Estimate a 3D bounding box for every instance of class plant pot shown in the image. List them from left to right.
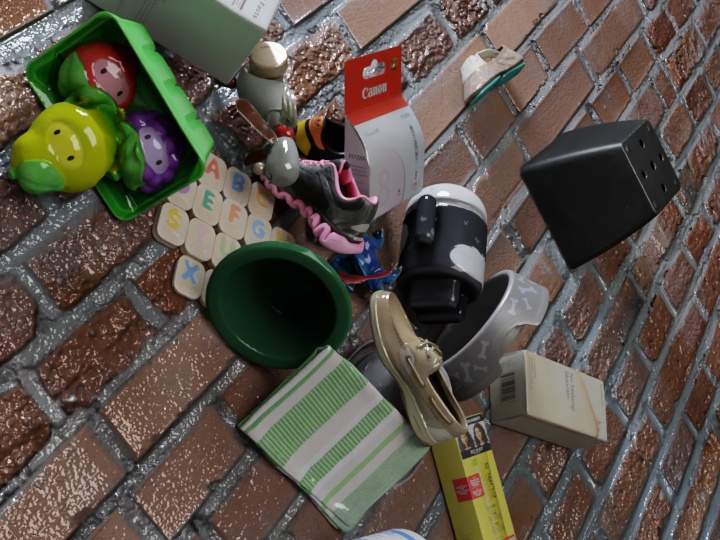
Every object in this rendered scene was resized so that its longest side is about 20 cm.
[{"bbox_3d":[0.426,-0.151,1.859,0.199,0.177,0.201,-37,101,-48],"label":"plant pot"}]

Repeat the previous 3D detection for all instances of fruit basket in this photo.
[{"bbox_3d":[-0.276,-0.153,1.159,0.216,0.155,0.216,45,30,-36],"label":"fruit basket"}]

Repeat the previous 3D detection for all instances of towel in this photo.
[{"bbox_3d":[-0.029,0.200,1.288,0.153,0.023,0.200,-44,112,-5],"label":"towel"}]

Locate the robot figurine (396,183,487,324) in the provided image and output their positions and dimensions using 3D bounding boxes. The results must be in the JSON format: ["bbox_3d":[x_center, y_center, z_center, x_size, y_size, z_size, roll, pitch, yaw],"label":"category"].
[{"bbox_3d":[0.113,-0.025,1.521,0.124,0.150,0.201,15,61,-14],"label":"robot figurine"}]

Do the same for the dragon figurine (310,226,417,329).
[{"bbox_3d":[0.000,0.000,1.436,0.099,0.059,0.201,-18,87,-48],"label":"dragon figurine"}]

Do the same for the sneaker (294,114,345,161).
[{"bbox_3d":[-0.010,-0.148,1.463,0.200,0.090,0.070,25,57,-38],"label":"sneaker"}]

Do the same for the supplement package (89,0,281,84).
[{"bbox_3d":[-0.202,-0.340,1.288,0.200,0.117,0.118,30,52,-17],"label":"supplement package"}]

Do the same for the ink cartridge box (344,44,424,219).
[{"bbox_3d":[0.034,-0.181,1.419,0.162,0.057,0.201,-32,133,-56],"label":"ink cartridge box"}]

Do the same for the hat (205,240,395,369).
[{"bbox_3d":[-0.082,0.009,1.324,0.200,0.165,0.176,50,21,-22],"label":"hat"}]

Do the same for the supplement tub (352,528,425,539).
[{"bbox_3d":[-0.007,0.372,1.221,0.200,0.132,0.133,1,74,-47],"label":"supplement tub"}]

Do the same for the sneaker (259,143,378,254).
[{"bbox_3d":[-0.049,-0.110,1.357,0.200,0.096,0.079,44,29,27],"label":"sneaker"}]

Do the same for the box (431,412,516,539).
[{"bbox_3d":[0.154,0.301,1.480,0.075,0.050,0.201,-5,78,-48],"label":"box"}]

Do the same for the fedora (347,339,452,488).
[{"bbox_3d":[0.055,0.176,1.396,0.177,0.090,0.200,47,46,-22],"label":"fedora"}]

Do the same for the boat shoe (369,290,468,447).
[{"bbox_3d":[0.071,0.112,1.314,0.072,0.065,0.201,-19,87,-65],"label":"boat shoe"}]

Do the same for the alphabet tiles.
[{"bbox_3d":[-0.161,-0.040,1.317,0.200,0.015,0.196,31,54,-34],"label":"alphabet tiles"}]

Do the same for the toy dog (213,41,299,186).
[{"bbox_3d":[-0.131,-0.195,1.347,0.200,0.096,0.132,-102,-172,-54],"label":"toy dog"}]

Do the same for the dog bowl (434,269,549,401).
[{"bbox_3d":[0.170,0.083,1.487,0.059,0.200,0.200,40,47,-9],"label":"dog bowl"}]

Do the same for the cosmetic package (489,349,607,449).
[{"bbox_3d":[0.286,0.199,1.645,0.200,0.073,0.104,21,60,-39],"label":"cosmetic package"}]

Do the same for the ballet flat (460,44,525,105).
[{"bbox_3d":[0.205,-0.328,1.794,0.067,0.068,0.200,46,37,4],"label":"ballet flat"}]
